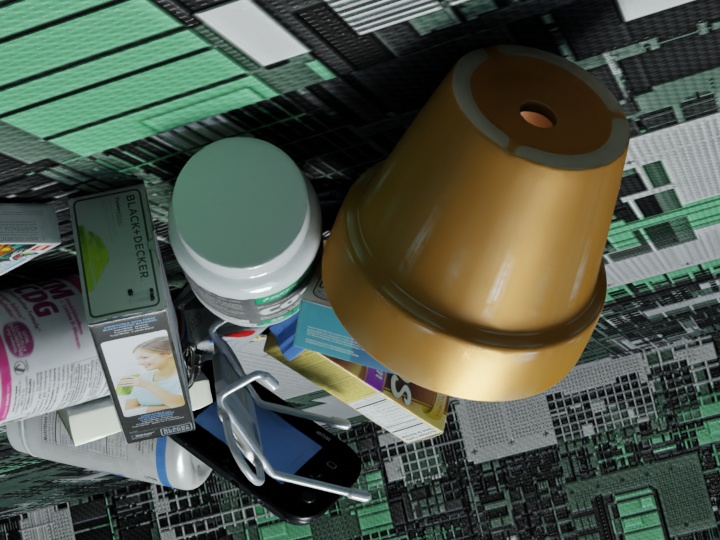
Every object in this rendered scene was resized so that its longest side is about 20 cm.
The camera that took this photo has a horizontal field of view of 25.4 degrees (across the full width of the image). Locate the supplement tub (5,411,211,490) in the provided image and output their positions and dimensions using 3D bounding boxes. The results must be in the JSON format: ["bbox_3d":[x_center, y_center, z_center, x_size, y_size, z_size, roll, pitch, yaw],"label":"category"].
[{"bbox_3d":[-0.248,0.145,1.645,0.199,0.132,0.132,10,175,14],"label":"supplement tub"}]

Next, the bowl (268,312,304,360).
[{"bbox_3d":[0.000,0.000,1.406,0.200,0.039,0.201,-41,180,0],"label":"bowl"}]

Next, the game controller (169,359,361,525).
[{"bbox_3d":[-0.098,0.159,1.502,0.104,0.200,0.042,-44,157,-33],"label":"game controller"}]

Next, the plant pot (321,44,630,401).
[{"bbox_3d":[0.091,-0.045,1.091,0.200,0.200,0.184,-8,139,-28],"label":"plant pot"}]

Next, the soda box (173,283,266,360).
[{"bbox_3d":[-0.143,0.044,1.615,0.068,0.064,0.200,-9,169,-21],"label":"soda box"}]

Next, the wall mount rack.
[{"bbox_3d":[-0.071,0.130,1.440,0.074,0.174,0.200,-29,-150,7],"label":"wall mount rack"}]

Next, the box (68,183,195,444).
[{"bbox_3d":[-0.176,0.037,1.245,0.060,0.117,0.200,-11,150,-6],"label":"box"}]

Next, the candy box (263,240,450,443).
[{"bbox_3d":[0.006,0.071,1.563,0.200,0.117,0.056,35,142,-31],"label":"candy box"}]

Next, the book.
[{"bbox_3d":[-0.235,0.091,1.527,0.133,0.048,0.200,-15,-155,-18],"label":"book"}]

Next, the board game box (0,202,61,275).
[{"bbox_3d":[-0.334,-0.005,1.203,0.126,0.035,0.200,-2,164,-46],"label":"board game box"}]

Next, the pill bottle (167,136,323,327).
[{"bbox_3d":[-0.083,-0.027,1.185,0.113,0.114,0.200,-13,170,-3],"label":"pill bottle"}]

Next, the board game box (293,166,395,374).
[{"bbox_3d":[0.049,0.004,1.226,0.150,0.047,0.200,15,-144,6],"label":"board game box"}]

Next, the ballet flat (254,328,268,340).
[{"bbox_3d":[-0.091,0.043,1.666,0.066,0.057,0.200,9,159,-20],"label":"ballet flat"}]

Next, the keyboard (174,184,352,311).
[{"bbox_3d":[-0.079,-0.028,1.392,0.104,0.040,0.200,-6,157,-47],"label":"keyboard"}]

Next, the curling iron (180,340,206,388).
[{"bbox_3d":[-0.175,0.034,1.378,0.050,0.026,0.200,-47,143,-28],"label":"curling iron"}]

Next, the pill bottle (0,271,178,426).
[{"bbox_3d":[-0.268,0.064,1.404,0.200,0.114,0.113,-15,173,-41],"label":"pill bottle"}]
